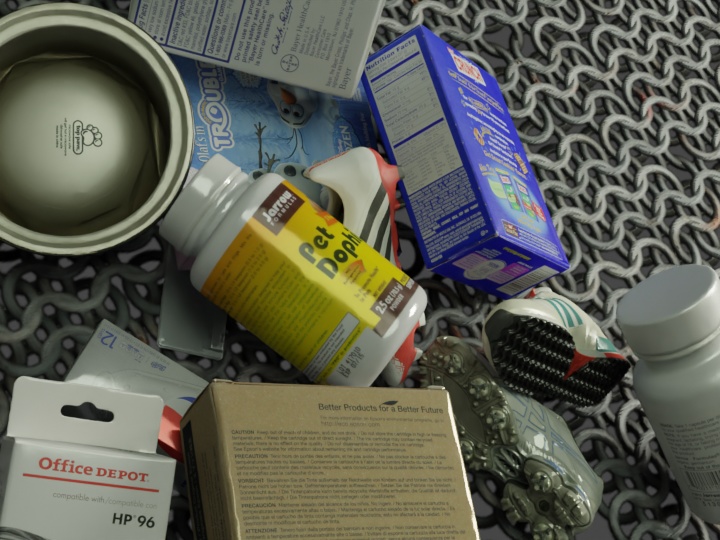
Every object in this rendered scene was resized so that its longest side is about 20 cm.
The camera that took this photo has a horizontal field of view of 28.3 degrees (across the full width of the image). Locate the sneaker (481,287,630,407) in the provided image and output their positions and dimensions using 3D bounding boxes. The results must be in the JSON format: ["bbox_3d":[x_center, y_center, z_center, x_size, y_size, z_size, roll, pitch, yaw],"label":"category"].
[{"bbox_3d":[0.149,0.053,1.218,0.199,0.070,0.094,22,25,-49],"label":"sneaker"}]

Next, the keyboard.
[{"bbox_3d":[-0.133,-0.022,1.199,0.056,0.011,0.202,10,60,-13],"label":"keyboard"}]

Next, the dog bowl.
[{"bbox_3d":[-0.232,-0.103,1.126,0.198,0.074,0.203,2,79,-11],"label":"dog bowl"}]

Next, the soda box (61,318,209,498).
[{"bbox_3d":[-0.133,0.123,1.085,0.199,0.068,0.064,33,56,-6],"label":"soda box"}]

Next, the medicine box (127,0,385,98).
[{"bbox_3d":[-0.091,-0.246,1.221,0.198,0.104,0.183,14,25,-12],"label":"medicine box"}]

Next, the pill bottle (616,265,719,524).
[{"bbox_3d":[0.296,0.103,1.210,0.114,0.114,0.201,-41,112,-35],"label":"pill bottle"}]

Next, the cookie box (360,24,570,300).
[{"bbox_3d":[0.091,-0.090,1.246,0.171,0.075,0.202,19,49,-60],"label":"cookie box"}]

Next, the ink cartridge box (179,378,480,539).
[{"bbox_3d":[-0.020,0.170,1.023,0.198,0.075,0.166,5,59,-28],"label":"ink cartridge box"}]

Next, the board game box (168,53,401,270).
[{"bbox_3d":[-0.076,-0.098,1.233,0.197,0.043,0.202,-1,66,-29],"label":"board game box"}]

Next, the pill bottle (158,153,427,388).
[{"bbox_3d":[-0.054,0.002,1.097,0.199,0.109,0.110,38,55,-1],"label":"pill bottle"}]

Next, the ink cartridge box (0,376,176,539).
[{"bbox_3d":[-0.196,0.180,0.984,0.115,0.068,0.202,10,83,-19],"label":"ink cartridge box"}]

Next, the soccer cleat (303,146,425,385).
[{"bbox_3d":[0.000,0.000,1.179,0.084,0.069,0.202,-11,104,-18],"label":"soccer cleat"}]

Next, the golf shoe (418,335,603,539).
[{"bbox_3d":[0.129,0.136,1.210,0.201,0.078,0.097,54,34,7],"label":"golf shoe"}]
